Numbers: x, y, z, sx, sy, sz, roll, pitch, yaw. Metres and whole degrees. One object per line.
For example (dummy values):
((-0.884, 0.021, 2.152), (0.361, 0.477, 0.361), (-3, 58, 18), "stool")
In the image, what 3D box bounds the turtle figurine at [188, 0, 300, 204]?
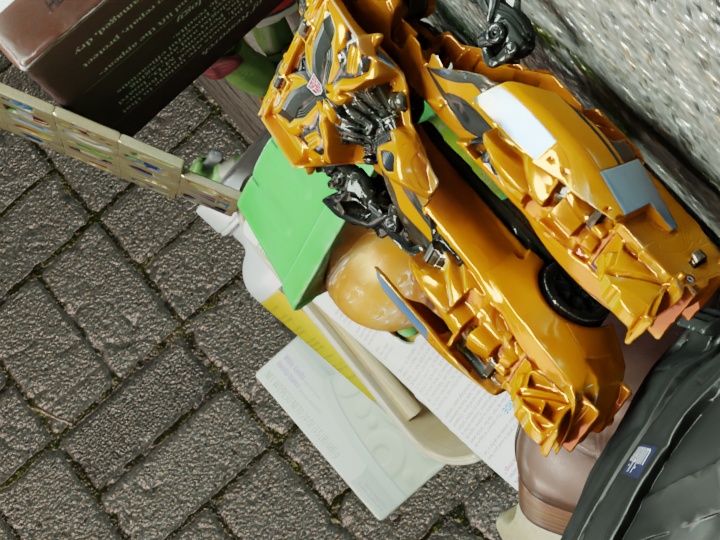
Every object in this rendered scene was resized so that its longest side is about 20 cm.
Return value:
((-0.084, -0.131, 1.158), (0.200, 0.144, 0.194), (41, 169, 49), "turtle figurine")

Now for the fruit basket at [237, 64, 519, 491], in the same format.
((0.045, -0.012, 0.813), (0.200, 0.094, 0.185), (39, 138, 8), "fruit basket")

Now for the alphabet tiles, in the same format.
((-0.155, -0.072, 0.896), (0.200, 0.006, 0.166), (22, 175, -5), "alphabet tiles")

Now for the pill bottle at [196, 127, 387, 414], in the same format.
((0.000, 0.000, 1.060), (0.200, 0.112, 0.112), (41, 179, -7), "pill bottle")

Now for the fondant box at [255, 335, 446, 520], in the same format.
((0.042, 0.066, 1.293), (0.144, 0.200, 0.058), (49, 176, 3), "fondant box")

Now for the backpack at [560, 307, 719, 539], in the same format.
((0.136, 0.132, 0.602), (0.153, 0.200, 0.176), (33, 177, -5), "backpack")

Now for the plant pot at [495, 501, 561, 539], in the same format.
((0.178, 0.178, 0.948), (0.184, 0.200, 0.200), (58, 180, 12), "plant pot")

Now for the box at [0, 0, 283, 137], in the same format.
((-0.134, -0.186, 0.857), (0.166, 0.164, 0.200), (48, 178, 7), "box")

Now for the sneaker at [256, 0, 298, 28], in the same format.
((-0.108, -0.219, 1.003), (0.200, 0.077, 0.085), (48, 172, 19), "sneaker")

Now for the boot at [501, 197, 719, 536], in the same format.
((0.146, 0.047, 0.719), (0.186, 0.064, 0.200), (7, 133, 15), "boot")

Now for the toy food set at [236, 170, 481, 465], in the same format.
((0.042, -0.005, 0.979), (0.200, 0.143, 0.060), (51, 144, 0), "toy food set")

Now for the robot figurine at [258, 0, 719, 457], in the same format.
((0.037, -0.037, 0.638), (0.200, 0.058, 0.145), (48, 136, 19), "robot figurine")
